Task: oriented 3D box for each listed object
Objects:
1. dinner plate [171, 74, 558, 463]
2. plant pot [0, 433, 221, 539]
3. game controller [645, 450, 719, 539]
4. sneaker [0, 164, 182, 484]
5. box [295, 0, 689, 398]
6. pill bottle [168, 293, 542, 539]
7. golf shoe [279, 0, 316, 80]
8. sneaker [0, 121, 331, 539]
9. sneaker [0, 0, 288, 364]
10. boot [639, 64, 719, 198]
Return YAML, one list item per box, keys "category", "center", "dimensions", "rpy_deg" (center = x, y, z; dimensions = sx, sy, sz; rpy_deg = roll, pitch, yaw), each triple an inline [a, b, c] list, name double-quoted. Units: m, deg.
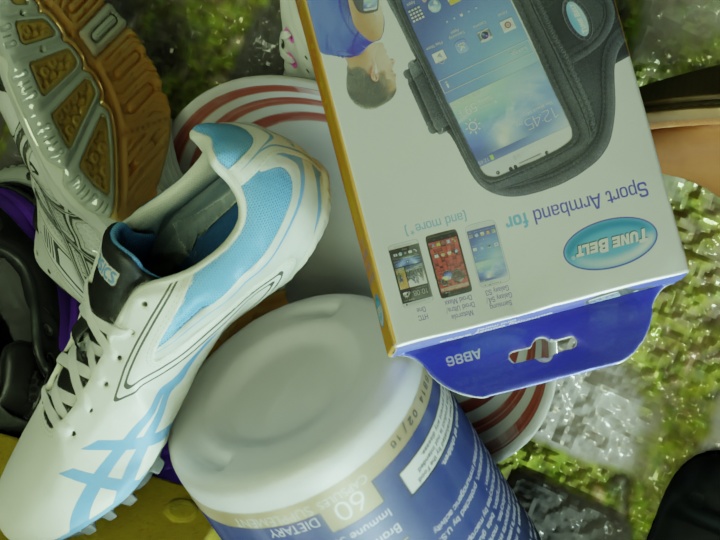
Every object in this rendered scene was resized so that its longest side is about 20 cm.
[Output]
- category: "dinner plate"
  center: [0.000, 0.000, 1.247]
  dimensions: [0.200, 0.024, 0.201]
  rpy_deg: [22, 134, 24]
- category: "plant pot"
  center: [-0.141, 0.183, 1.250]
  dimensions: [0.199, 0.200, 0.177]
  rpy_deg: [15, 132, 13]
- category: "game controller"
  center: [0.154, 0.178, 1.275]
  dimensions: [0.104, 0.042, 0.201]
  rpy_deg: [28, 111, 25]
- category: "sneaker"
  center: [-0.134, 0.058, 1.296]
  dimensions: [0.069, 0.099, 0.201]
  rpy_deg: [-27, 94, 25]
- category: "box"
  center: [0.049, -0.056, 1.147]
  dimensions: [0.119, 0.041, 0.201]
  rpy_deg: [-15, 81, -5]
- category: "pill bottle"
  center: [0.013, 0.115, 1.229]
  dimensions: [0.111, 0.111, 0.200]
  rpy_deg: [-18, 127, 21]
- category: "golf shoe"
  center: [-0.007, -0.111, 1.224]
  dimensions: [0.092, 0.073, 0.200]
  rpy_deg: [-29, 95, 24]
- category: "sneaker"
  center: [-0.091, 0.024, 1.170]
  dimensions: [0.072, 0.072, 0.200]
  rpy_deg: [26, 108, -34]
- category: "sneaker"
  center: [-0.115, -0.033, 1.239]
  dimensions: [0.087, 0.076, 0.200]
  rpy_deg: [-11, 115, 44]
- category: "boot"
  center: [0.184, -0.002, 1.194]
  dimensions: [0.199, 0.074, 0.155]
  rpy_deg: [2, 109, 20]
